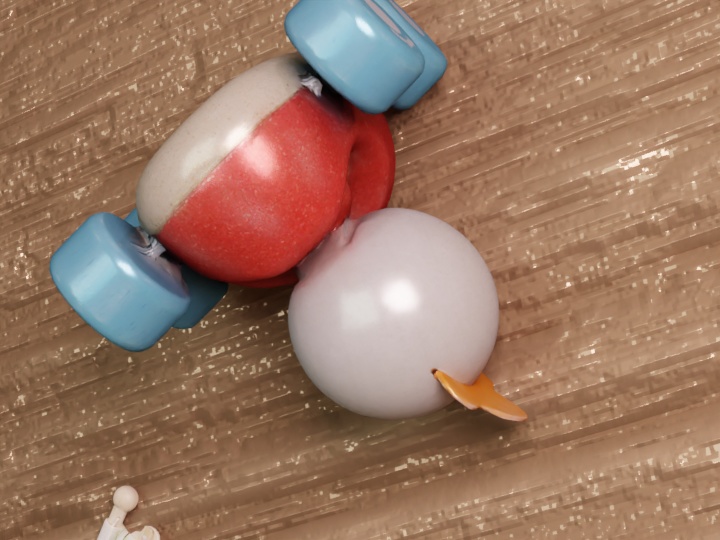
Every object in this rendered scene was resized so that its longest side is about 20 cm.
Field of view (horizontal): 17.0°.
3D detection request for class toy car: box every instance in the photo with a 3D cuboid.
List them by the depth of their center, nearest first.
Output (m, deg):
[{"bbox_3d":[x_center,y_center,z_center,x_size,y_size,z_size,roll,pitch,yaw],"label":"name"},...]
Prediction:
[{"bbox_3d":[0.000,0.000,1.094,0.184,0.177,0.200,-44,88,9],"label":"toy car"}]

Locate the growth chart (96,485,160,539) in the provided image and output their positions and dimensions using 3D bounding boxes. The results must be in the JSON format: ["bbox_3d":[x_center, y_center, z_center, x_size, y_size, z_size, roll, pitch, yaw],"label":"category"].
[{"bbox_3d":[-0.092,0.221,1.193,0.200,0.018,0.145,39,108,34],"label":"growth chart"}]
